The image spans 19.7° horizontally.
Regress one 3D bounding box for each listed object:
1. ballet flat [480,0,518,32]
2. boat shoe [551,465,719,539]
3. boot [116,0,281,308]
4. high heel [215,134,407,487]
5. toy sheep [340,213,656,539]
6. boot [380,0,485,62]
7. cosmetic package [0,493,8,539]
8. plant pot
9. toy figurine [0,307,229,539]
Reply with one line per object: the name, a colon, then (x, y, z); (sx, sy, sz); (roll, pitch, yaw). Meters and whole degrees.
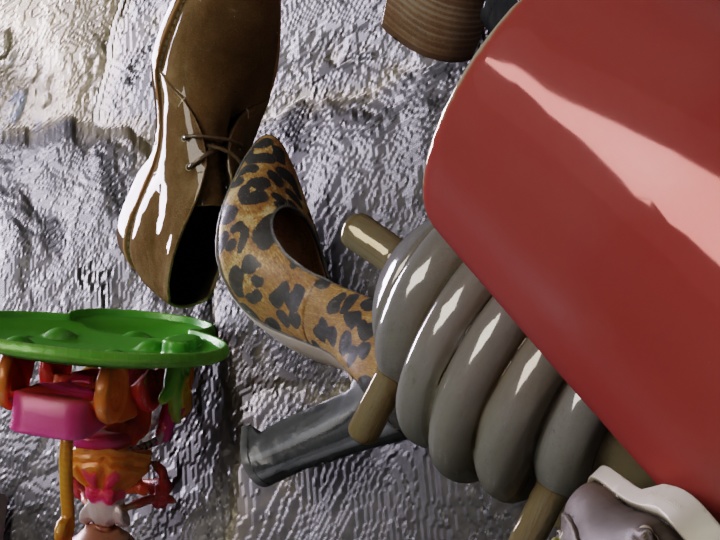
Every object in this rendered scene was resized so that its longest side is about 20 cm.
ballet flat: (0.109, -0.190, 0.990); (0.073, 0.073, 0.201); (45, 120, 47)
boat shoe: (0.097, 0.118, 0.767); (0.059, 0.072, 0.200); (-38, 0, -6)
boot: (-0.078, -0.073, 1.120); (0.076, 0.073, 0.201); (-126, 47, -56)
high heel: (0.000, 0.000, 1.043); (0.142, 0.071, 0.201); (-23, 58, 28)
toy sheep: (0.067, 0.037, 0.902); (0.199, 0.138, 0.138); (33, 96, 18)
boot: (0.013, -0.218, 1.083); (0.200, 0.076, 0.156); (43, 127, 43)
cosmetic package: (-0.308, 0.155, 1.175); (0.090, 0.199, 0.108); (-16, 61, 40)
plant pot: (0.132, -0.021, 0.772); (0.177, 0.200, 0.201); (39, 101, 23)
toy figurine: (-0.144, 0.120, 1.086); (0.149, 0.200, 0.185); (7, 95, 13)
